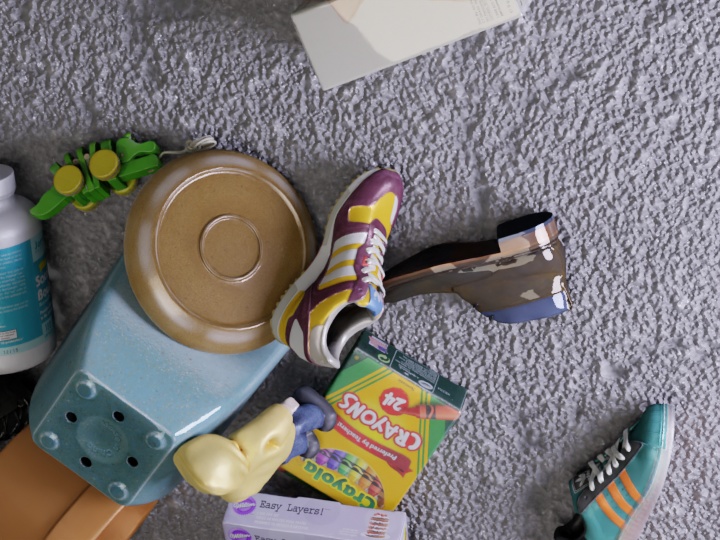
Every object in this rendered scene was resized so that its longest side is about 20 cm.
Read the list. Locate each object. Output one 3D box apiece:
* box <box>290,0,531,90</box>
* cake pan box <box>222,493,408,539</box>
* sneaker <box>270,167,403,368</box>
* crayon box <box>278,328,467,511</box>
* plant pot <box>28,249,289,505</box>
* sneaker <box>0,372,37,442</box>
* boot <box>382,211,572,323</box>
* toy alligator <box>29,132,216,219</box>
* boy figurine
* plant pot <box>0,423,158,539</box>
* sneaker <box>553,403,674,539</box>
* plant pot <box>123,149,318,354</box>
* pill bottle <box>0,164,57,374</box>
[{"bbox_3d":[0.048,-0.240,1.525,0.199,0.095,0.078,-19,107,18],"label":"box"},{"bbox_3d":[-0.044,0.316,1.781,0.199,0.052,0.185,7,131,11],"label":"cake pan box"},{"bbox_3d":[0.000,0.000,1.607,0.090,0.075,0.200,29,89,40],"label":"sneaker"},{"bbox_3d":[0.006,0.175,1.737,0.127,0.051,0.200,30,117,-2],"label":"crayon box"},{"bbox_3d":[-0.214,0.113,1.664,0.196,0.200,0.196,36,123,-4],"label":"plant pot"},{"bbox_3d":[-0.380,0.144,1.736,0.090,0.200,0.076,19,113,-6],"label":"sneaker"},{"bbox_3d":[0.108,0.020,1.633,0.199,0.075,0.097,-18,105,18],"label":"boot"},{"bbox_3d":[-0.241,-0.110,1.673,0.199,0.059,0.054,-23,70,7],"label":"toy alligator"},{"bbox_3d":[-0.107,0.177,1.635,0.064,0.200,0.125,43,122,19],"label":"boy figurine"},{"bbox_3d":[-0.314,0.241,1.767,0.140,0.200,0.200,40,116,7],"label":"plant pot"},{"bbox_3d":[0.253,0.212,1.684,0.080,0.071,0.201,18,117,0],"label":"sneaker"},{"bbox_3d":[-0.127,-0.020,1.619,0.200,0.200,0.027,50,156,-11],"label":"plant pot"},{"bbox_3d":[-0.373,-0.004,1.713,0.110,0.111,0.201,2,114,12],"label":"pill bottle"}]
